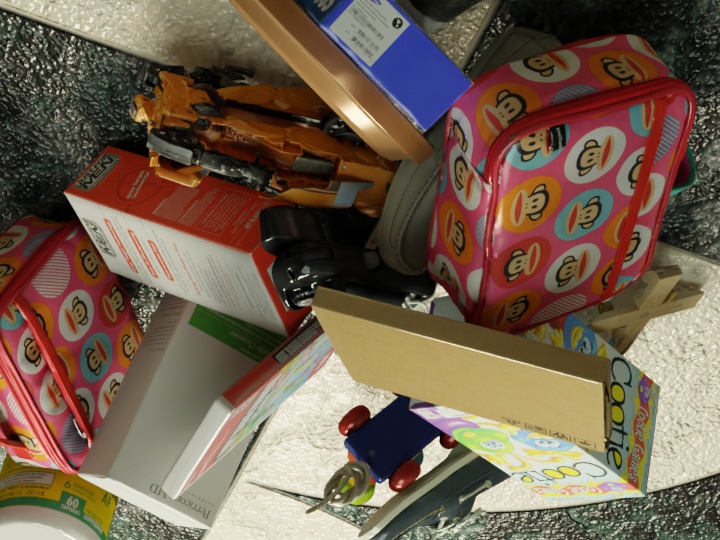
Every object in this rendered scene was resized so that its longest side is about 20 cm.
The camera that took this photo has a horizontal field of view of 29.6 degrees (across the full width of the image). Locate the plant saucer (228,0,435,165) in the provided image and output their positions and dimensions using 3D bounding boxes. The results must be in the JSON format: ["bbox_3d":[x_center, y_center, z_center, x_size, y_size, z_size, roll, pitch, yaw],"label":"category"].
[{"bbox_3d":[-0.029,-0.142,0.910,0.032,0.200,0.200,-45,121,6],"label":"plant saucer"}]

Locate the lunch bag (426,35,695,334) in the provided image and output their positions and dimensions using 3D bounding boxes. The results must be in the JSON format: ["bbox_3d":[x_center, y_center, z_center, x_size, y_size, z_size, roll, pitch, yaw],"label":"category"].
[{"bbox_3d":[0.140,-0.057,0.909,0.176,0.082,0.200,-18,140,-20],"label":"lunch bag"}]

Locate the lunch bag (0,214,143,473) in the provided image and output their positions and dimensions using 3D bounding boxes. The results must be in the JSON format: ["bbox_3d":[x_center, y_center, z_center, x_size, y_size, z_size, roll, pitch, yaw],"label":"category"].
[{"bbox_3d":[-0.270,0.071,1.160,0.082,0.176,0.200,6,133,28],"label":"lunch bag"}]

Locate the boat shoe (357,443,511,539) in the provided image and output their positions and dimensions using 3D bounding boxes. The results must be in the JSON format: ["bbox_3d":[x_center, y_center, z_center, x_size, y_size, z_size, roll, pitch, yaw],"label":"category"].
[{"bbox_3d":[0.083,0.208,1.262,0.062,0.200,0.075,59,144,-1],"label":"boat shoe"}]

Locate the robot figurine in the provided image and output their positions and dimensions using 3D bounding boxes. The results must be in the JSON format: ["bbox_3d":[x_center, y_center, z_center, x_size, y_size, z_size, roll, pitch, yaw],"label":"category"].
[{"bbox_3d":[-0.072,-0.095,1.001,0.200,0.145,0.058,9,123,-16],"label":"robot figurine"}]

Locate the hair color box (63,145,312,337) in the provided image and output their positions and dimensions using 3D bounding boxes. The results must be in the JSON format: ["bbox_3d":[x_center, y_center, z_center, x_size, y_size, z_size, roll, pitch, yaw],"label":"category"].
[{"bbox_3d":[-0.130,-0.025,1.076,0.200,0.061,0.102,18,147,32],"label":"hair color box"}]

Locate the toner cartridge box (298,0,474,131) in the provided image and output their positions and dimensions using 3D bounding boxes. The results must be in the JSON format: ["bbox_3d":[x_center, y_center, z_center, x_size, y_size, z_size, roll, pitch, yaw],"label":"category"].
[{"bbox_3d":[0.003,-0.160,0.877,0.043,0.200,0.095,-43,113,6],"label":"toner cartridge box"}]

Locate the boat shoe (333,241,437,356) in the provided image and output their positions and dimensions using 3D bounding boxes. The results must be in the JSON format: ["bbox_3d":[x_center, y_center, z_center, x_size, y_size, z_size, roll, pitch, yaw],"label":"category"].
[{"bbox_3d":[0.030,0.005,1.140,0.074,0.068,0.199,30,132,-22],"label":"boat shoe"}]

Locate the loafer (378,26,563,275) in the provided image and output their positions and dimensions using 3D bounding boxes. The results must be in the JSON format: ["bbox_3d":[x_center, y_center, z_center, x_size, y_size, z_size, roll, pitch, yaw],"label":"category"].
[{"bbox_3d":[0.083,-0.082,0.967,0.070,0.070,0.200,30,91,-40],"label":"loafer"}]

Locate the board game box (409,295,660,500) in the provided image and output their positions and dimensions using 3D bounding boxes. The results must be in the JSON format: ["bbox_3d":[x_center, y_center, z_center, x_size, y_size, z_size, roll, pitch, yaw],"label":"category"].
[{"bbox_3d":[0.149,0.106,1.126,0.105,0.103,0.200,-12,144,41],"label":"board game box"}]

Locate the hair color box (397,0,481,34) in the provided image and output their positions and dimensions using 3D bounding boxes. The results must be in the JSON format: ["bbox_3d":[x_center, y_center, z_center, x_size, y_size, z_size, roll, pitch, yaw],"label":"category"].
[{"bbox_3d":[0.019,-0.255,0.877,0.099,0.061,0.200,-28,127,32],"label":"hair color box"}]

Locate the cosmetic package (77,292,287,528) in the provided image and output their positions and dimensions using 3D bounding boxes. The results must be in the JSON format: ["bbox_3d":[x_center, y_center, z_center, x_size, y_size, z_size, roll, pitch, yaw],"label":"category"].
[{"bbox_3d":[-0.146,0.109,1.173,0.107,0.200,0.085,30,159,-23],"label":"cosmetic package"}]

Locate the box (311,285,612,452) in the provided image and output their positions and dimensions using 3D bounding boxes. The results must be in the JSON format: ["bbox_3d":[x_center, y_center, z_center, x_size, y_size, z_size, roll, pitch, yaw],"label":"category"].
[{"bbox_3d":[0.075,0.070,0.943,0.200,0.021,0.164,15,161,16],"label":"box"}]

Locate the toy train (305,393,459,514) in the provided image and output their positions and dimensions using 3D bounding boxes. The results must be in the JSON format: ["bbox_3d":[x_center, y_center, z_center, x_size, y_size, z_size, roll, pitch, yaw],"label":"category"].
[{"bbox_3d":[0.004,0.183,1.254,0.085,0.200,0.116,46,146,13],"label":"toy train"}]

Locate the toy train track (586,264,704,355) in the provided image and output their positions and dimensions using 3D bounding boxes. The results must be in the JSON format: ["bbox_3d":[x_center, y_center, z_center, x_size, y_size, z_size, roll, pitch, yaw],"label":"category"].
[{"bbox_3d":[0.223,0.049,1.182,0.114,0.033,0.200,-13,149,-23],"label":"toy train track"}]

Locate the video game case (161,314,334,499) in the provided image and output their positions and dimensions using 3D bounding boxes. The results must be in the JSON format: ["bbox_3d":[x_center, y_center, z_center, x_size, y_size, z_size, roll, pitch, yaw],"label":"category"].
[{"bbox_3d":[-0.068,0.089,1.083,0.017,0.200,0.143,43,137,8],"label":"video game case"}]

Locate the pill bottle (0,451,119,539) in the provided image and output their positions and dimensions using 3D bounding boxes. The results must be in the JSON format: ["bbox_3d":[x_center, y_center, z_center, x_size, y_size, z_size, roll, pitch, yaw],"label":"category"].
[{"bbox_3d":[-0.274,0.180,1.272,0.112,0.200,0.113,5,136,4],"label":"pill bottle"}]

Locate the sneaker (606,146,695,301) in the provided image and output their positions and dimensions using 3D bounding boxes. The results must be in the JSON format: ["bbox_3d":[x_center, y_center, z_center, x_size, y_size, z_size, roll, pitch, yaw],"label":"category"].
[{"bbox_3d":[0.201,-0.055,1.049,0.121,0.084,0.200,-9,137,26],"label":"sneaker"}]

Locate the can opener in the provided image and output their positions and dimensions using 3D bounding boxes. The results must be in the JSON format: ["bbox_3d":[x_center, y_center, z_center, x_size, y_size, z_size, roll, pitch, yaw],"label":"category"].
[{"bbox_3d":[0.000,0.000,1.011,0.063,0.079,0.200,-11,165,33],"label":"can opener"}]
